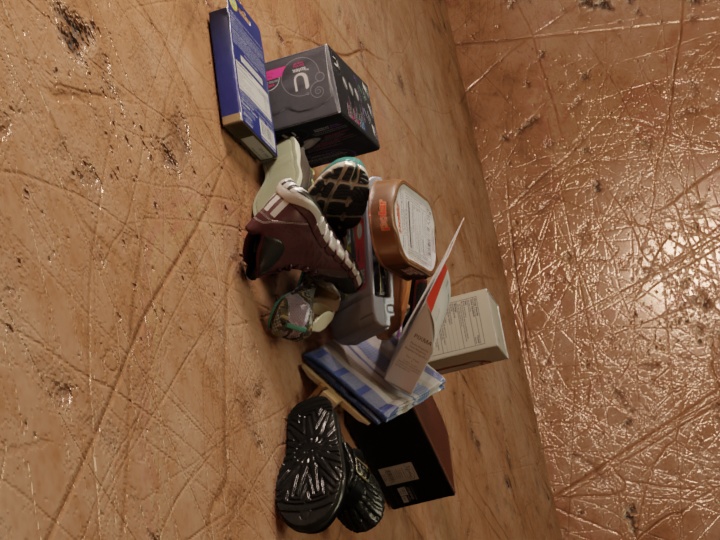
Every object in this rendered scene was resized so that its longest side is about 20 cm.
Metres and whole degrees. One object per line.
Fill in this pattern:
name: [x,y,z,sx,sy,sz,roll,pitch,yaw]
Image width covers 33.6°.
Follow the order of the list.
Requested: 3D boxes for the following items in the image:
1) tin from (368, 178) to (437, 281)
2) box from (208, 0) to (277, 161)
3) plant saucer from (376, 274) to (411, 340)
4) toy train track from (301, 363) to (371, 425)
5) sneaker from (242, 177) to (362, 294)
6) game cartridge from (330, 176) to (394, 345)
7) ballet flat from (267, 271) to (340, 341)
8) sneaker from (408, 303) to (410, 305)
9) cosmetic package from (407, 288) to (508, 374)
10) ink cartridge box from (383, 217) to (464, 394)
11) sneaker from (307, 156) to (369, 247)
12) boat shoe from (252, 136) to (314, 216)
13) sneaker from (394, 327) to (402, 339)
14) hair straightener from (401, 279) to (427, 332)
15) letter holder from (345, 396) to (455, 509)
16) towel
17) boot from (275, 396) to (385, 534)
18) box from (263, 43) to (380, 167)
tin: [0.057,-0.052,1.516,0.200,0.042,0.112,26,56,-69]
box: [-0.154,-0.255,1.553,0.121,0.032,0.200,44,35,-65]
plant saucer: [0.050,-0.003,1.645,0.200,0.032,0.200,6,90,-83]
toy train track: [-0.034,0.171,1.575,0.115,0.033,0.200,41,4,7]
sneaker: [-0.082,-0.014,1.448,0.076,0.116,0.200,38,-13,46]
game cartridge: [-0.004,-0.008,1.562,0.133,0.041,0.200,144,-54,-61]
ballet flat: [-0.062,0.043,1.524,0.200,0.072,0.072,-59,133,-69]
sneaker: [0.061,-0.029,1.939,0.079,0.089,0.200,46,14,-50]
cosmetic package: [0.127,0.110,1.923,0.087,0.200,0.103,44,35,-63]
ink cartridge box: [0.103,0.047,1.603,0.057,0.200,0.163,31,25,-1]
sneaker: [-0.039,-0.088,1.515,0.200,0.077,0.080,119,-21,-57]
boat shoe: [-0.092,-0.102,1.546,0.061,0.072,0.201,55,20,-29]
sneaker: [0.039,0.059,1.820,0.201,0.073,0.114,-77,176,-63]
hair straightener: [0.076,0.051,1.786,0.077,0.041,0.200,-113,-160,-67]
letter holder: [0.059,0.227,1.759,0.142,0.101,0.200,-90,160,-51]
towel: [0.024,0.134,1.618,0.147,0.024,0.200,40,25,16]
boot: [-0.030,0.267,1.411,0.211,0.079,0.158,-84,155,-56]
box: [-0.062,-0.229,1.696,0.200,0.122,0.106,28,49,-72]
